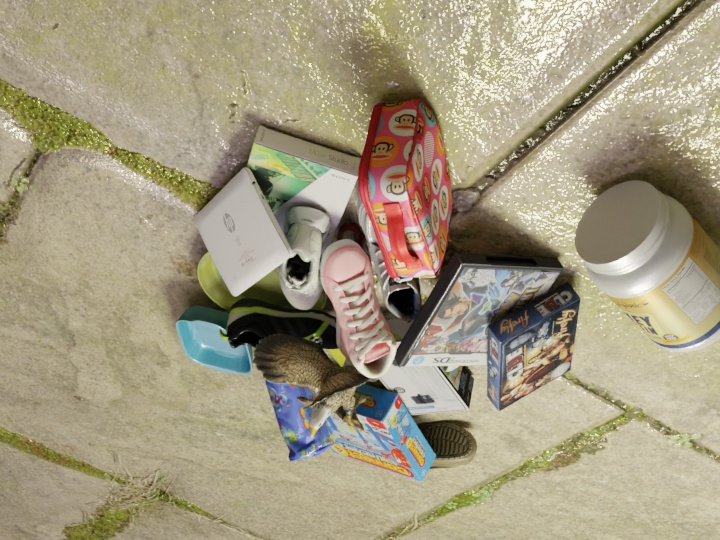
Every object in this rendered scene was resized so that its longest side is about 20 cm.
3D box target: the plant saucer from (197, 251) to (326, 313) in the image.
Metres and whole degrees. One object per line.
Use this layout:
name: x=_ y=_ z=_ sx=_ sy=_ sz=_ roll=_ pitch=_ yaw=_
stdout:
plant saucer: x=-0.145 y=0.012 z=1.614 sx=0.197 sy=0.031 sz=0.201 roll=7 pitch=143 yaw=6

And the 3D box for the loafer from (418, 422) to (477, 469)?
loafer: x=0.119 y=0.314 z=1.898 sx=0.198 sy=0.077 sz=0.068 roll=-1 pitch=144 yaw=31

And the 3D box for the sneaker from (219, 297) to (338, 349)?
sneaker: x=-0.114 y=0.105 z=1.632 sx=0.197 sy=0.084 sz=0.072 roll=10 pitch=144 yaw=3

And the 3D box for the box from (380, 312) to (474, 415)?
box: x=0.086 y=0.146 z=1.693 sx=0.115 sy=0.061 sz=0.201 roll=-8 pitch=138 yaw=29

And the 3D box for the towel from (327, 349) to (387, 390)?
towel: x=0.016 y=0.157 z=1.769 sx=0.085 sy=0.018 sz=0.201 roll=-15 pitch=134 yaw=24

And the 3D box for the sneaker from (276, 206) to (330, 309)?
sneaker: x=-0.085 y=0.001 z=1.487 sx=0.074 sy=0.082 sz=0.201 roll=8 pitch=145 yaw=2

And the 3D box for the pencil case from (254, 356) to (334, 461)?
pencil case: x=-0.106 y=0.205 z=1.731 sx=0.087 sy=0.077 sz=0.203 roll=-10 pitch=100 yaw=63

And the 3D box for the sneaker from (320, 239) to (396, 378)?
sneaker: x=0.004 y=0.059 z=1.465 sx=0.075 sy=0.105 sz=0.202 roll=-21 pitch=127 yaw=-17

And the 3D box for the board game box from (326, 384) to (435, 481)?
board game box: x=0.004 y=0.259 z=1.818 sx=0.198 sy=0.056 sz=0.197 roll=11 pitch=147 yaw=36

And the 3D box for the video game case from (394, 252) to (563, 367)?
video game case: x=0.161 y=0.059 z=1.486 sx=0.179 sy=0.026 sz=0.201 roll=2 pitch=133 yaw=-32

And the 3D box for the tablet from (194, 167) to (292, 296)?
tablet: x=-0.164 y=-0.048 z=1.467 sx=0.200 sy=0.014 sz=0.131 roll=-32 pitch=85 yaw=56

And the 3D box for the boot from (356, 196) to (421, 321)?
boot: x=0.048 y=-0.017 z=1.456 sx=0.073 sy=0.096 sz=0.201 roll=-16 pitch=140 yaw=9

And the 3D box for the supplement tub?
supplement tub: x=0.372 y=-0.005 z=1.348 sx=0.143 sy=0.146 sz=0.200 roll=-24 pitch=130 yaw=38

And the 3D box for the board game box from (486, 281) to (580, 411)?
board game box: x=0.246 y=0.114 z=1.557 sx=0.134 sy=0.035 sz=0.201 roll=-28 pitch=147 yaw=-12

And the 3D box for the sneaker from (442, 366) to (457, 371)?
sneaker: x=0.163 y=0.063 z=1.574 sx=0.083 sy=0.075 sz=0.201 roll=-9 pitch=139 yaw=-19

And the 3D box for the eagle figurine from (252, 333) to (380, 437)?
eagle figurine: x=-0.050 y=0.166 z=1.556 sx=0.150 sy=0.152 sz=0.201 roll=-17 pitch=144 yaw=8

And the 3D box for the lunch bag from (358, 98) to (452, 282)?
lunch bag: x=0.058 y=-0.086 z=1.309 sx=0.081 sy=0.178 sz=0.201 roll=-2 pitch=140 yaw=17

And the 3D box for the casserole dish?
casserole dish: x=-0.229 y=0.110 z=1.735 sx=0.119 sy=0.039 sz=0.201 roll=14 pitch=153 yaw=7

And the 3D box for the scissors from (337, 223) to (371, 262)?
scissors: x=0.000 y=0.000 z=1.575 sx=0.072 sy=0.014 sz=0.201 roll=7 pitch=144 yaw=3

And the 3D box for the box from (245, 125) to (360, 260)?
box: x=-0.091 y=-0.098 z=1.453 sx=0.142 sy=0.037 sz=0.201 roll=17 pitch=142 yaw=-6
